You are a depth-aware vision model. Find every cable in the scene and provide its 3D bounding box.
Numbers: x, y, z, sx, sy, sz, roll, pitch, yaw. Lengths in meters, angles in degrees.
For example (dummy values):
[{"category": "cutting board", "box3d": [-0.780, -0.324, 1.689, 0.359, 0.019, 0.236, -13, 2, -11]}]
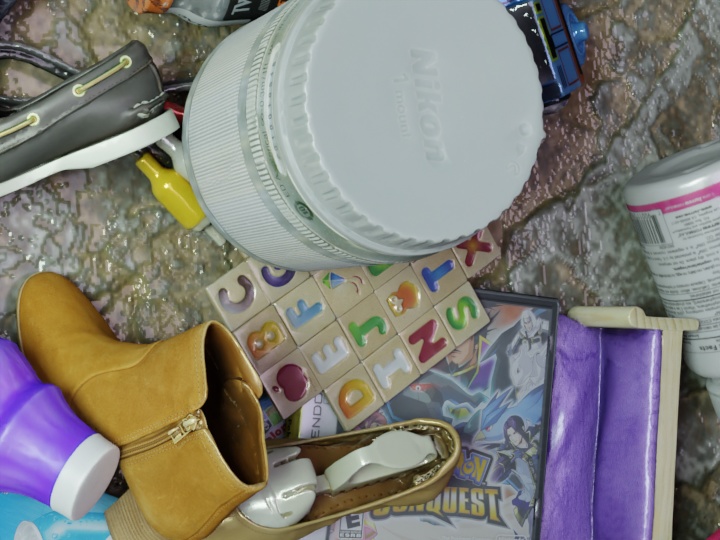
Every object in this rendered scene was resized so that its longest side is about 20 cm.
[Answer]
[{"category": "cable", "box3d": [-0.146, -0.102, 0.858, 0.198, 0.050, 0.098, 29, 90, -22]}]

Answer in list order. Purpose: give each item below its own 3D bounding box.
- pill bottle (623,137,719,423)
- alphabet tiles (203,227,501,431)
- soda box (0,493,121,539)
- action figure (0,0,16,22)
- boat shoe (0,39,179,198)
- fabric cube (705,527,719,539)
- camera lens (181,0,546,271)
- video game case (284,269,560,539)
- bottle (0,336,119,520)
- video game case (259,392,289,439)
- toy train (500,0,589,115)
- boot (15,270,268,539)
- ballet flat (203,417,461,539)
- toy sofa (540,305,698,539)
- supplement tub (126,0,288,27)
[{"category": "pill bottle", "box3d": [0.281, 0.010, 1.016, 0.112, 0.113, 0.202, -26, 100, -22]}, {"category": "alphabet tiles", "box3d": [0.000, 0.000, 0.901, 0.199, 0.006, 0.168, -35, 104, -22]}, {"category": "soda box", "box3d": [-0.148, 0.188, 0.836, 0.198, 0.068, 0.065, 26, 44, -22]}, {"category": "action figure", "box3d": [-0.208, -0.166, 0.771, 0.104, 0.192, 0.202, 33, 40, -41]}, {"category": "boat shoe", "box3d": [-0.210, -0.077, 0.807, 0.199, 0.072, 0.061, -21, 104, -7]}, {"category": "fabric cube", "box3d": [0.299, 0.301, 0.940, 0.198, 0.196, 0.202, -34, 140, -21]}, {"category": "camera lens", "box3d": [-0.006, -0.083, 0.787, 0.158, 0.199, 0.163, 1, 88, -25]}, {"category": "video game case", "box3d": [0.043, 0.100, 0.937, 0.197, 0.025, 0.184, 7, 85, -24]}, {"category": "bottle", "box3d": [-0.229, 0.070, 0.768, 0.198, 0.065, 0.084, 30, 81, 12]}, {"category": "video game case", "box3d": [0.005, 0.157, 0.943, 0.142, 0.018, 0.202, -31, 102, -21]}, {"category": "toy train", "box3d": [0.096, -0.200, 0.929, 0.114, 0.086, 0.203, -35, 108, -64]}, {"category": "boot", "box3d": [-0.123, 0.059, 0.791, 0.070, 0.144, 0.203, -9, 66, -46]}, {"category": "ballet flat", "box3d": [-0.025, 0.127, 0.853, 0.197, 0.063, 0.069, -12, 68, -27]}, {"category": "toy sofa", "box3d": [0.180, 0.128, 0.986, 0.096, 0.083, 0.203, 5, 87, -25]}, {"category": "supplement tub", "box3d": [-0.054, -0.223, 0.865, 0.197, 0.122, 0.125, -12, 94, -23]}]
